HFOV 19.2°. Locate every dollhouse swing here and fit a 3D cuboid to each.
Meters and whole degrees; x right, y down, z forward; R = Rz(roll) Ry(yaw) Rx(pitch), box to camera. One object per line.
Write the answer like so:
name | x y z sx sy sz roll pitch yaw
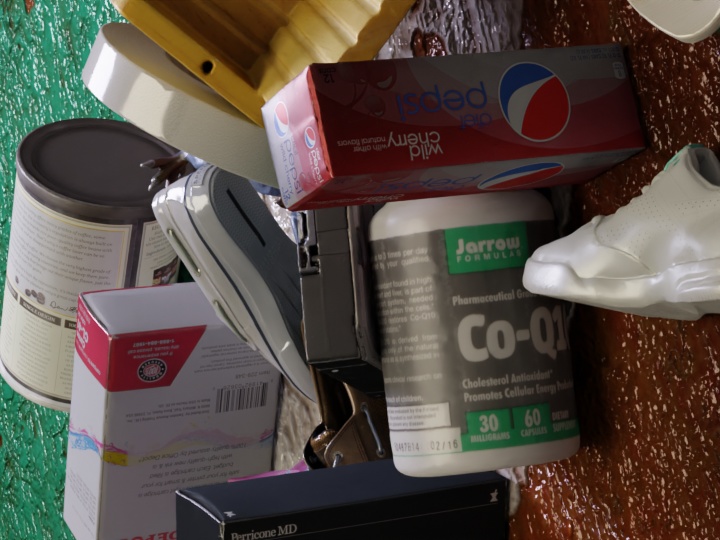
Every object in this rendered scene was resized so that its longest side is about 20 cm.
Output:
dollhouse swing | -0.049 -0.201 1.265 0.201 0.181 0.176 -52 3 7

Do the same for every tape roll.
tape roll | -0.088 -0.108 1.425 0.203 0.201 0.037 43 112 53

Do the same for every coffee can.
coffee can | -0.222 -0.004 1.762 0.147 0.145 0.202 51 138 47

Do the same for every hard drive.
hard drive | 0.000 0.000 1.320 0.200 0.037 0.141 38 -134 -74

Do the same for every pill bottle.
pill bottle | 0.063 0.014 1.245 0.113 0.112 0.202 -10 87 63

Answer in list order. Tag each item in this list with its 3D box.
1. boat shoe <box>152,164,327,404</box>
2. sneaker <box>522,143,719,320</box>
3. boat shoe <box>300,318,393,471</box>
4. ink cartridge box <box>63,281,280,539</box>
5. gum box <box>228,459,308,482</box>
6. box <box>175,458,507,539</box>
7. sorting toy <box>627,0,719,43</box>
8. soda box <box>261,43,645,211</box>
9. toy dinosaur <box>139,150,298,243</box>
boat shoe | -0.071 0.012 1.474 0.066 0.074 0.201 -13 116 38
sneaker | 0.161 -0.022 1.111 0.199 0.075 0.089 -4 79 57
boat shoe | -0.002 0.120 1.435 0.072 0.072 0.202 -32 66 60
ink cartridge box | -0.145 0.116 1.636 0.086 0.146 0.202 44 132 52
gum box | -0.037 0.235 1.533 0.113 0.066 0.202 -10 86 64
box | -0.011 0.200 1.330 0.079 0.198 0.143 25 116 59
sorting toy | 0.149 -0.217 1.059 0.181 0.106 0.200 63 146 23
soda box | 0.052 -0.078 1.152 0.070 0.198 0.064 -31 69 61
toy dinosaur | -0.073 -0.081 1.531 0.180 0.105 0.202 -8 75 43
